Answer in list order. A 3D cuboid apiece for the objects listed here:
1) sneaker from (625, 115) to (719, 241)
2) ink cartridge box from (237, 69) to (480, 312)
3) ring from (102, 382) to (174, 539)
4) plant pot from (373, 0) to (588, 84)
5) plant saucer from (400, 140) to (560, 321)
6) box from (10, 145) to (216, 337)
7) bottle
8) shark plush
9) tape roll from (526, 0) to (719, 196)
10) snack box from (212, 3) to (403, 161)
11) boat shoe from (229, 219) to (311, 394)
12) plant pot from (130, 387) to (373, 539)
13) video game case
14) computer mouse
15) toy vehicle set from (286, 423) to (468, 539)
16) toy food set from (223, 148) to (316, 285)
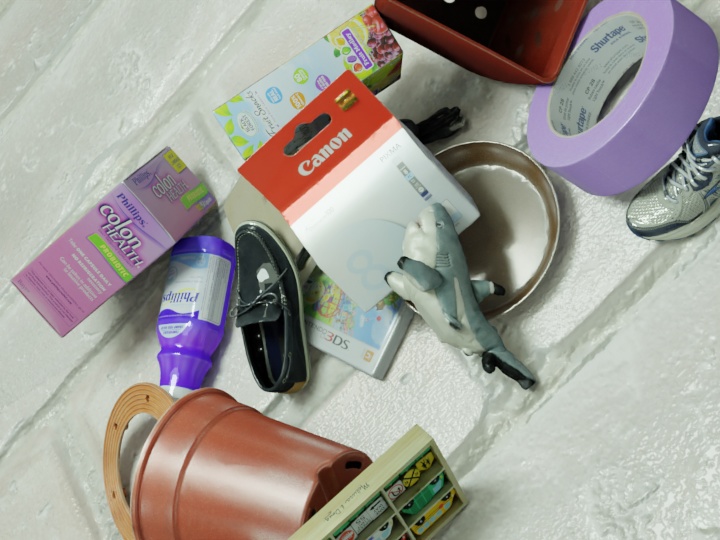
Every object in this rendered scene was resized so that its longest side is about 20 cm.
[{"bbox_3d":[0.324,-0.104,1.283,0.200,0.085,0.077,-37,52,21],"label":"sneaker"},{"bbox_3d":[-0.001,-0.078,1.393,0.160,0.200,0.047,-40,22,13],"label":"ink cartridge box"},{"bbox_3d":[-0.244,0.231,1.598,0.200,0.019,0.201,1,91,51],"label":"ring"},{"bbox_3d":[0.120,-0.311,1.447,0.200,0.200,0.176,-67,14,-9],"label":"plant pot"},{"bbox_3d":[0.119,-0.037,1.436,0.200,0.032,0.201,-9,70,27],"label":"plant saucer"},{"bbox_3d":[-0.298,-0.037,1.680,0.200,0.097,0.176,-39,8,19],"label":"box"},{"bbox_3d":[-0.202,0.060,1.642,0.083,0.065,0.201,-5,68,39],"label":"bottle"},{"bbox_3d":[0.107,0.030,1.354,0.083,0.091,0.200,-37,74,-14],"label":"shark plush"},{"bbox_3d":[0.252,-0.175,1.338,0.200,0.066,0.201,-42,32,34],"label":"tape roll"},{"bbox_3d":[-0.052,-0.189,1.473,0.200,0.169,0.068,-33,88,0],"label":"snack box"},{"bbox_3d":[-0.105,0.042,1.523,0.074,0.062,0.201,-10,92,32],"label":"boat shoe"},{"bbox_3d":[-0.097,0.238,1.411,0.195,0.201,0.201,10,77,32],"label":"plant pot"},{"bbox_3d":[0.000,0.000,1.537,0.182,0.022,0.200,24,87,42],"label":"video game case"},{"bbox_3d":[0.022,-0.130,1.484,0.138,0.200,0.053,-18,89,30],"label":"computer mouse"},{"bbox_3d":[0.007,0.251,1.312,0.200,0.124,0.027,-41,47,-11],"label":"toy vehicle set"},{"bbox_3d":[-0.086,-0.078,1.603,0.144,0.060,0.200,-56,37,26],"label":"toy food set"}]
